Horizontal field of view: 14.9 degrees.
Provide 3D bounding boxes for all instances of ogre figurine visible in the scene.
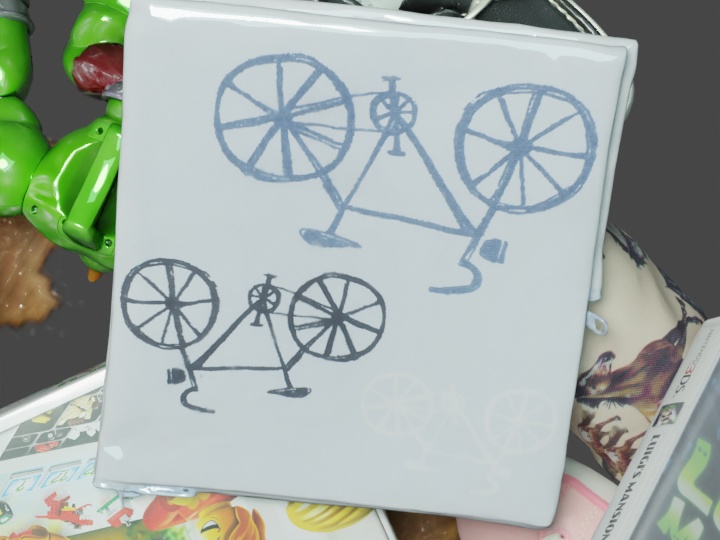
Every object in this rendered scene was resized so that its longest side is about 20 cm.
[{"bbox_3d":[-0.090,-0.057,1.115,0.200,0.098,0.120,30,74,-14],"label":"ogre figurine"}]

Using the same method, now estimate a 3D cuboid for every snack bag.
[{"bbox_3d":[0.000,0.000,1.027,0.188,0.021,0.201,5,106,-2],"label":"snack bag"}]

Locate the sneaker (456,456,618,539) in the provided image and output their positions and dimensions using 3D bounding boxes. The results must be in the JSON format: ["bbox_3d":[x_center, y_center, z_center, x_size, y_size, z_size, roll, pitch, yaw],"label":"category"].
[{"bbox_3d":[0.089,0.158,1.065,0.105,0.075,0.200,-22,67,-47],"label":"sneaker"}]

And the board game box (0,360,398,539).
[{"bbox_3d":[-0.095,0.103,1.072,0.200,0.035,0.127,-25,95,-3],"label":"board game box"}]

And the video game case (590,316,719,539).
[{"bbox_3d":[0.160,0.148,1.038,0.200,0.023,0.182,48,52,-22],"label":"video game case"}]

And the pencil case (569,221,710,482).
[{"bbox_3d":[0.071,-0.005,1.084,0.078,0.089,0.200,-40,105,13],"label":"pencil case"}]

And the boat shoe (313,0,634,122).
[{"bbox_3d":[0.025,-0.116,1.141,0.200,0.060,0.076,29,83,4],"label":"boat shoe"}]
